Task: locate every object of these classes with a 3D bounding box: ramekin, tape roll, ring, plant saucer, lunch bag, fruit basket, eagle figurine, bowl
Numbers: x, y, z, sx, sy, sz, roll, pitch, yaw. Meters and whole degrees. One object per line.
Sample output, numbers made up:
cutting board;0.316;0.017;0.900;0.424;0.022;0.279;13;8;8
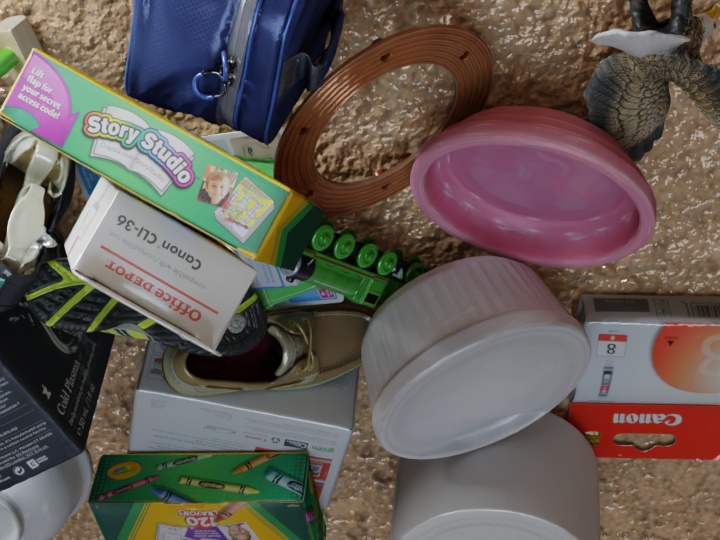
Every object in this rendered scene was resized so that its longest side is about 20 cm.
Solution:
ramekin;0.092;0.073;1.157;0.201;0.095;0.203;-17;147;-12
tape roll;0.130;0.244;1.274;0.201;0.140;0.204;4;130;5
ring;0.017;-0.118;1.047;0.200;0.019;0.201;-25;151;-15
plant saucer;0.142;-0.071;1.078;0.199;0.051;0.201;14;155;7
lunch bag;-0.077;-0.185;0.949;0.132;0.200;0.136;17;128;3
fruit basket;-0.131;-0.030;1.134;0.199;0.094;0.186;-9;125;12
eagle figurine;0.241;-0.150;1.017;0.150;0.152;0.201;-21;119;-8
bowl;-0.375;0.221;1.320;0.200;0.091;0.202;1;125;1

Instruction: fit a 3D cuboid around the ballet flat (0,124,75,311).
ballet flat;-0.260;-0.060;1.048;0.073;0.201;0.073;5;144;4

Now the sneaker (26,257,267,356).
sneaker;-0.174;0.022;1.100;0.199;0.076;0.076;13;92;-15

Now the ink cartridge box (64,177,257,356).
ink cartridge box;-0.146;-0.007;0.959;0.116;0.200;0.068;30;90;-17

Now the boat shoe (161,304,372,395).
boat shoe;-0.071;0.073;1.164;0.199;0.066;0.074;-13;89;-18

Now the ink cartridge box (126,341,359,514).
ink cartridge box;-0.117;0.154;1.261;0.199;0.084;0.176;12;135;-6

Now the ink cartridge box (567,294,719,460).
ink cartridge box;0.277;0.115;1.247;0.161;0.050;0.201;1;122;2

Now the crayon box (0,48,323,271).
crayon box;-0.133;-0.072;0.943;0.199;0.173;0.059;29;92;6

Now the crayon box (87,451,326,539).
crayon box;-0.138;0.227;1.235;0.199;0.058;0.119;-2;135;8

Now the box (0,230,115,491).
box;-0.320;0.047;1.128;0.123;0.200;0.197;-26;121;17

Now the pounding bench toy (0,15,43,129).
pounding bench toy;-0.350;-0.119;1.038;0.199;0.156;0.125;-22;122;16

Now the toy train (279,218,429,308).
toy train;0.000;0.000;1.122;0.200;0.042;0.057;20;101;-51
